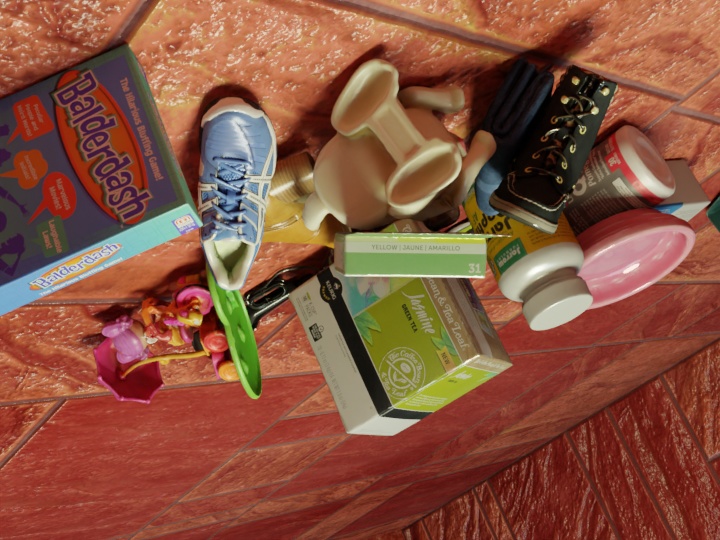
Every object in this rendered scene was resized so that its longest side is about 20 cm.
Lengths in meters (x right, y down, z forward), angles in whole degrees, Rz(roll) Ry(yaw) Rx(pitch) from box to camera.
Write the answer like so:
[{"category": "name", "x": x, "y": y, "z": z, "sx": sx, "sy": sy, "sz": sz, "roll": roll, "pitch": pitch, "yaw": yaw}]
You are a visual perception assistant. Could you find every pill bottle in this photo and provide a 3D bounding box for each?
[{"category": "pill bottle", "x": 0.310, "y": -0.093, "z": 1.334, "sx": 0.200, "sy": 0.111, "sz": 0.110, "roll": -38, "pitch": 155, "yaw": 31}, {"category": "pill bottle", "x": 0.208, "y": -0.033, "z": 1.231, "sx": 0.112, "sy": 0.202, "sz": 0.113, "roll": -18, "pitch": 155, "yaw": -8}]

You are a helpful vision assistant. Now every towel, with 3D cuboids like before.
[{"category": "towel", "x": 0.163, "y": -0.141, "z": 1.099, "sx": 0.112, "sy": 0.048, "sz": 0.200, "roll": -57, "pitch": 167, "yaw": -14}]

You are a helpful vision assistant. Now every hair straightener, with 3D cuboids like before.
[{"category": "hair straightener", "x": -0.135, "y": 0.051, "z": 1.283, "sx": 0.199, "sy": 0.041, "sz": 0.077, "roll": -29, "pitch": 158, "yaw": 11}]

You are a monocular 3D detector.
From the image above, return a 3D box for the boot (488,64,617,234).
[{"category": "boot", "x": 0.196, "y": -0.126, "z": 0.995, "sx": 0.155, "sy": 0.073, "sz": 0.204, "roll": -66, "pitch": 172, "yaw": 18}]

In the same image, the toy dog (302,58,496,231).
[{"category": "toy dog", "x": 0.049, "y": -0.096, "z": 1.000, "sx": 0.194, "sy": 0.140, "sz": 0.200, "roll": -51, "pitch": 161, "yaw": 18}]

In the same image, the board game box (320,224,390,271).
[{"category": "board game box", "x": 0.000, "y": 0.000, "z": 1.331, "sx": 0.119, "sy": 0.033, "sz": 0.200, "roll": -12, "pitch": 155, "yaw": -22}]

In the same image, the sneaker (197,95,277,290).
[{"category": "sneaker", "x": -0.114, "y": -0.068, "z": 0.923, "sx": 0.075, "sy": 0.077, "sz": 0.201, "roll": -1, "pitch": 132, "yaw": -6}]

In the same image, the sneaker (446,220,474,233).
[{"category": "sneaker", "x": 0.128, "y": 0.008, "z": 1.392, "sx": 0.200, "sy": 0.081, "sz": 0.074, "roll": -45, "pitch": 155, "yaw": 18}]

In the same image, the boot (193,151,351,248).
[{"category": "boot", "x": -0.093, "y": -0.053, "z": 1.069, "sx": 0.143, "sy": 0.071, "sz": 0.201, "roll": -22, "pitch": 154, "yaw": 8}]

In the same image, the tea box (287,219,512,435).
[{"category": "tea box", "x": 0.049, "y": 0.073, "z": 1.241, "sx": 0.196, "sy": 0.201, "sz": 0.133, "roll": -33, "pitch": 158, "yaw": 17}]

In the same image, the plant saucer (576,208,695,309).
[{"category": "plant saucer", "x": 0.340, "y": -0.019, "z": 1.314, "sx": 0.198, "sy": 0.051, "sz": 0.201, "roll": -16, "pitch": 153, "yaw": -8}]

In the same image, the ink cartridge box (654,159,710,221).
[{"category": "ink cartridge box", "x": 0.404, "y": -0.074, "z": 1.515, "sx": 0.143, "sy": 0.085, "sz": 0.200, "roll": -8, "pitch": 152, "yaw": -36}]

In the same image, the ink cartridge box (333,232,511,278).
[{"category": "ink cartridge box", "x": 0.054, "y": -0.016, "z": 0.968, "sx": 0.144, "sy": 0.049, "sz": 0.200, "roll": 0, "pitch": -176, "yaw": -7}]

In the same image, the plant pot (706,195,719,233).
[{"category": "plant pot", "x": 0.740, "y": -0.117, "z": 1.717, "sx": 0.199, "sy": 0.142, "sz": 0.142, "roll": -26, "pitch": 160, "yaw": -16}]

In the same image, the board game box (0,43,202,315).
[{"category": "board game box", "x": -0.238, "y": -0.064, "z": 0.756, "sx": 0.198, "sy": 0.153, "sz": 0.045, "roll": -24, "pitch": 158, "yaw": -2}]

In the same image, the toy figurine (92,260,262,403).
[{"category": "toy figurine", "x": -0.231, "y": 0.085, "z": 1.175, "sx": 0.182, "sy": 0.151, "sz": 0.201, "roll": -15, "pitch": 136, "yaw": 2}]
